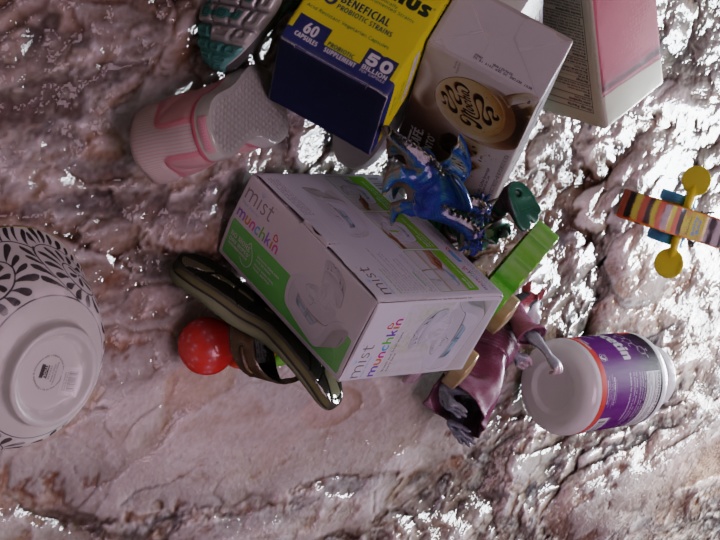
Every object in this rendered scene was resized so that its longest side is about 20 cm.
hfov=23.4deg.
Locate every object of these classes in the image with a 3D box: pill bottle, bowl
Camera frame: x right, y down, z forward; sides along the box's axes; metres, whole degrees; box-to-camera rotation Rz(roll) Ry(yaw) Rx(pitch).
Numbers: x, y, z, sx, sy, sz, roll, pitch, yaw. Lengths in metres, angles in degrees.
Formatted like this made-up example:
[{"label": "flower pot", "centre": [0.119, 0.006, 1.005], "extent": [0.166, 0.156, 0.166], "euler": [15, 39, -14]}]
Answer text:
[{"label": "pill bottle", "centre": [0.289, 0.132, 2.070], "extent": [0.199, 0.112, 0.114], "euler": [-3, 110, -47]}, {"label": "bowl", "centre": [-0.281, 0.074, 1.449], "extent": [0.200, 0.094, 0.203], "euler": [-22, 123, -38]}]

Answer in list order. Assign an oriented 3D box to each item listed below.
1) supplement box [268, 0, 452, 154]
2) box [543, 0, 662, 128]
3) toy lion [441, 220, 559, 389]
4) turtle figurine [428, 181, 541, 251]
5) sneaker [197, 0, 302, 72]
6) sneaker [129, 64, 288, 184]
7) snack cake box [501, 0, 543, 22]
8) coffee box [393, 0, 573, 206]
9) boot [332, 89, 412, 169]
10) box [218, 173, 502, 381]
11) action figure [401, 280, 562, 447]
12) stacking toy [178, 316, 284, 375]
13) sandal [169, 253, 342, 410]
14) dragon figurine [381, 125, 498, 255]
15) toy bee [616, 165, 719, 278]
[{"label": "supplement box", "centre": [0.015, -0.227, 1.545], "extent": [0.201, 0.108, 0.110], "euler": [-60, 175, -25]}, {"label": "box", "centre": [0.228, -0.271, 1.806], "extent": [0.109, 0.127, 0.201], "euler": [-37, 132, -31]}, {"label": "toy lion", "centre": [0.139, 0.016, 1.754], "extent": [0.192, 0.069, 0.200], "euler": [-52, 176, 35]}, {"label": "turtle figurine", "centre": [0.092, -0.035, 1.756], "extent": [0.150, 0.200, 0.101], "euler": [-43, 97, -24]}, {"label": "sneaker", "centre": [-0.068, -0.254, 1.542], "extent": [0.201, 0.077, 0.091], "euler": [-58, 144, -6]}, {"label": "sneaker", "centre": [-0.138, -0.129, 1.533], "extent": [0.200, 0.104, 0.076], "euler": [-39, 113, -67]}, {"label": "snack cake box", "centre": [0.127, -0.197, 1.720], "extent": [0.116, 0.067, 0.201], "euler": [-58, 160, -26]}, {"label": "coffee box", "centre": [0.107, -0.155, 1.592], "extent": [0.080, 0.112, 0.200], "euler": [-59, 175, -27]}, {"label": "boot", "centre": [0.045, -0.189, 1.693], "extent": [0.095, 0.073, 0.202], "euler": [8, 108, -56]}, {"label": "box", "centre": [0.000, 0.000, 1.620], "extent": [0.175, 0.200, 0.097], "euler": [-4, 130, -46]}, {"label": "action figure", "centre": [0.140, 0.087, 1.927], "extent": [0.148, 0.134, 0.201], "euler": [34, 67, -9]}, {"label": "stacking toy", "centre": [-0.087, 0.064, 1.668], "extent": [0.199, 0.085, 0.086], "euler": [-12, 116, -38]}, {"label": "sandal", "centre": [-0.097, 0.061, 1.587], "extent": [0.058, 0.200, 0.080], "euler": [-55, 170, 15]}, {"label": "dragon figurine", "centre": [0.072, -0.084, 1.575], "extent": [0.201, 0.098, 0.059], "euler": [76, 16, -55]}, {"label": "toy bee", "centre": [0.407, -0.062, 2.110], "extent": [0.199, 0.108, 0.132], "euler": [-17, 118, -41]}]
